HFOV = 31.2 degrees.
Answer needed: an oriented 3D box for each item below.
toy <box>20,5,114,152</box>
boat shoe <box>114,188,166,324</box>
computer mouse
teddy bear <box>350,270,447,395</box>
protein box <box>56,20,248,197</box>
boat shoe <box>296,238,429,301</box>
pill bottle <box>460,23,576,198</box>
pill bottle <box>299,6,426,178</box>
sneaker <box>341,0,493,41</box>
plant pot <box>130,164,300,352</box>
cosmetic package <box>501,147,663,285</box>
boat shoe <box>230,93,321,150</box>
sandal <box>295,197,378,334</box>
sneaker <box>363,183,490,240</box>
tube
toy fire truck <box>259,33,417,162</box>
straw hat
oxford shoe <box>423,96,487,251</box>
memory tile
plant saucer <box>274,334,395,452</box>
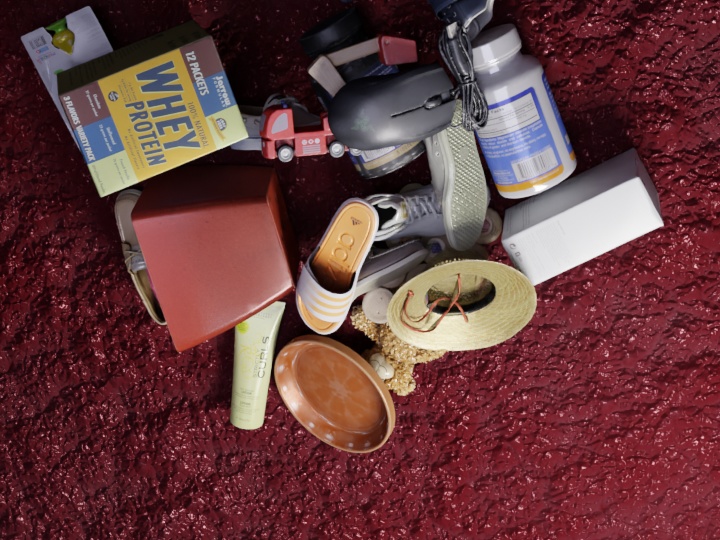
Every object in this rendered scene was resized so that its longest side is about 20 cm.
[{"bbox_3d":[-0.363,-0.253,1.760,0.114,0.047,0.202,-18,115,18],"label":"toy"},{"bbox_3d":[-0.300,-0.016,1.837,0.073,0.069,0.202,-15,110,23],"label":"boat shoe"},{"bbox_3d":[0.057,-0.204,1.548,0.197,0.053,0.140,-20,112,-7],"label":"computer mouse"},{"bbox_3d":[0.059,0.084,1.821,0.145,0.067,0.200,40,113,-6],"label":"teddy bear"},{"bbox_3d":[-0.269,-0.211,1.646,0.198,0.199,0.137,-23,110,-7],"label":"protein box"},{"bbox_3d":[0.000,0.000,1.742,0.198,0.072,0.060,-28,76,24],"label":"boat shoe"},{"bbox_3d":[0.193,-0.205,1.646,0.111,0.112,0.202,-19,108,17],"label":"pill bottle"},{"bbox_3d":[0.003,-0.230,1.669,0.111,0.112,0.202,-23,108,19],"label":"pill bottle"},{"bbox_3d":[0.073,-0.339,1.608,0.200,0.077,0.148,-21,88,18],"label":"sneaker"},{"bbox_3d":[-0.184,-0.038,1.750,0.174,0.200,0.202,-14,111,7],"label":"plant pot"},{"bbox_3d":[0.289,-0.070,1.689,0.198,0.113,0.082,-24,109,21],"label":"cosmetic package"},{"bbox_3d":[-0.104,-0.197,1.693,0.199,0.070,0.071,7,107,49],"label":"boat shoe"},{"bbox_3d":[-0.040,0.000,1.672,0.078,0.059,0.209,27,121,8],"label":"sandal"},{"bbox_3d":[0.074,-0.075,1.698,0.197,0.116,0.075,-15,91,8],"label":"sneaker"},{"bbox_3d":[-0.159,0.133,1.893,0.057,0.052,0.203,-5,114,-33],"label":"tube"},{"bbox_3d":[-0.029,-0.214,1.584,0.197,0.049,0.143,-5,106,-8],"label":"toy fire truck"},{"bbox_3d":[0.129,0.017,1.706,0.198,0.086,0.203,-2,139,-2],"label":"straw hat"},{"bbox_3d":[0.117,-0.125,1.655,0.057,0.075,0.203,9,117,47],"label":"oxford shoe"},{"bbox_3d":[0.096,-0.007,1.766,0.151,0.017,0.203,20,98,6],"label":"memory tile"},{"bbox_3d":[-0.035,0.175,1.860,0.198,0.032,0.202,21,135,23],"label":"plant saucer"}]
